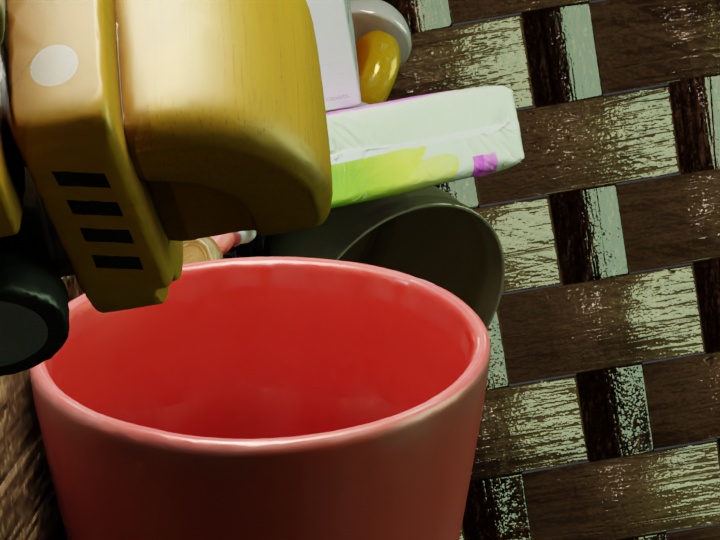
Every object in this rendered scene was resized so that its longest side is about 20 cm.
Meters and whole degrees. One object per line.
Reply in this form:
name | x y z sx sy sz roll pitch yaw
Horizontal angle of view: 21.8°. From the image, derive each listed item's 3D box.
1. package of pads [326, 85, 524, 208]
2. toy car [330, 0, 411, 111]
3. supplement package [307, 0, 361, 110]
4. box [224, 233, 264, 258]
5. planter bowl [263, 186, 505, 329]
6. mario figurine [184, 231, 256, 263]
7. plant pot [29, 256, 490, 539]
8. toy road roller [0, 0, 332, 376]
package of pads | -0.006 -0.084 1.351 0.154 0.199 0.069 -5 -84 53
toy car | -0.048 -0.149 1.669 0.200 0.149 0.176 126 -22 -50
supplement package | -0.090 -0.225 1.309 0.151 0.150 0.202 -96 176 -58
box | -0.099 0.016 1.593 0.200 0.044 0.162 -94 176 -68
planter bowl | 0.000 0.000 1.541 0.135 0.199 0.201 44 -26 43
mario figurine | -0.074 0.019 1.233 0.124 0.105 0.200 -65 171 3
plant pot | -0.042 0.110 0.806 0.201 0.198 0.179 -95 -175 -70
toy road roller | -0.087 -0.067 0.558 0.201 0.144 0.124 78 2 -58
